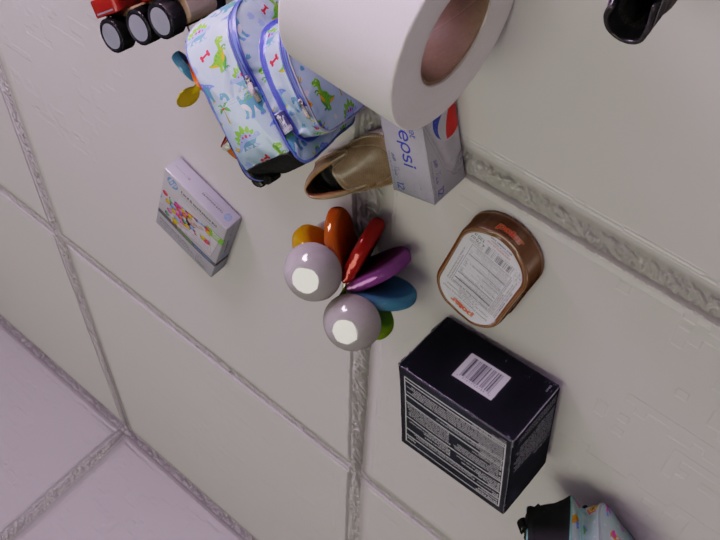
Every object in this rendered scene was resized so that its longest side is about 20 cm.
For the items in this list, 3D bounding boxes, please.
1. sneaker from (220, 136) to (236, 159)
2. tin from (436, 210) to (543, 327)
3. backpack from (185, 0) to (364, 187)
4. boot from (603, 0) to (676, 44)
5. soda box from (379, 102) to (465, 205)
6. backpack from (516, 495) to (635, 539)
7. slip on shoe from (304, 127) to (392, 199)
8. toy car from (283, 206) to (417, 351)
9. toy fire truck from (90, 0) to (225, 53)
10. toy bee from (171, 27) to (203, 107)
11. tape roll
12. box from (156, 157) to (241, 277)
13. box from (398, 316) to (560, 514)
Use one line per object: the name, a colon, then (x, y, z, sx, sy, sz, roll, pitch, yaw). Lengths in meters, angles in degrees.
sneaker: (-0.133, -0.206, 1.283, 0.077, 0.073, 0.200, 30, 158, -15)
tin: (0.160, 0.003, 1.159, 0.112, 0.042, 0.200, 45, 151, 13)
backpack: (-0.093, -0.233, 1.075, 0.146, 0.183, 0.201, -21, 106, 34)
boot: (0.239, -0.265, 0.639, 0.070, 0.132, 0.201, 31, 147, 27)
soda box: (0.067, -0.178, 1.038, 0.068, 0.063, 0.201, 24, 143, 37)
backpack: (0.331, 0.445, 1.323, 0.152, 0.177, 0.200, -18, 128, 26)
slip on shoe: (-0.008, -0.133, 1.191, 0.199, 0.061, 0.076, -3, 124, 54)
toy car: (0.000, 0.000, 1.275, 0.149, 0.175, 0.201, -34, 99, 23)
toy fire truck: (-0.290, -0.385, 1.124, 0.175, 0.128, 0.201, 2, 121, 44)
toy bee: (-0.196, -0.286, 1.236, 0.130, 0.201, 0.109, -26, 140, 25)
tape roll: (0.038, -0.253, 0.847, 0.139, 0.203, 0.203, 36, 149, 20)
box: (-0.297, -0.092, 1.643, 0.156, 0.041, 0.200, 44, 149, 5)
box: (0.165, 0.208, 1.307, 0.199, 0.123, 0.199, 32, 146, 28)
